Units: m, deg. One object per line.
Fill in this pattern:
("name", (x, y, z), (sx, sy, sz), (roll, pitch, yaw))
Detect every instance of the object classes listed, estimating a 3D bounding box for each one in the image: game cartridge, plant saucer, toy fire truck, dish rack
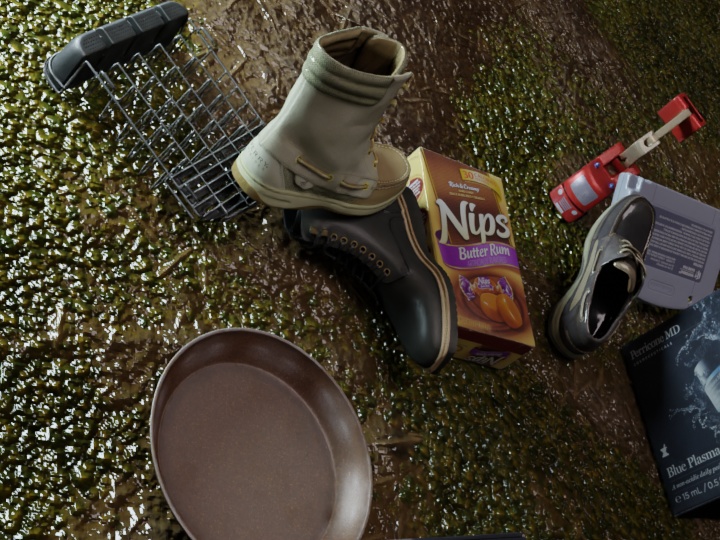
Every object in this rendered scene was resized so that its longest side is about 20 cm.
("game cartridge", (0.356, -0.026, 1.276), (0.197, 0.041, 0.136), (15, 88, -36))
("plant saucer", (-0.078, 0.142, 0.822), (0.198, 0.034, 0.203), (23, 49, -28))
("toy fire truck", (0.322, -0.136, 1.296), (0.049, 0.141, 0.199), (53, 41, 4))
("dish rack", (-0.155, -0.133, 0.929), (0.201, 0.054, 0.153), (53, 43, -2))

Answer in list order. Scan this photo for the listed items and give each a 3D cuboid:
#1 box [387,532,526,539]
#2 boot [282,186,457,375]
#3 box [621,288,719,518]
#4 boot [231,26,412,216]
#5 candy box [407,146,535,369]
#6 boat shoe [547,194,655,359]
("box", (0.087, 0.312, 0.844), (0.159, 0.049, 0.203), (8, 58, -35))
("boot", (0.000, 0.000, 0.971), (0.136, 0.078, 0.202), (8, 44, -33))
("box", (0.407, 0.135, 1.145), (0.116, 0.196, 0.203), (10, 55, -35))
("boot", (0.001, -0.125, 0.916), (0.198, 0.155, 0.073), (-4, 50, -47))
("candy box", (0.099, -0.013, 1.075), (0.115, 0.056, 0.203), (16, 52, -33))
("boat shoe", (0.274, 0.006, 1.154), (0.074, 0.073, 0.202), (34, 71, -18))
